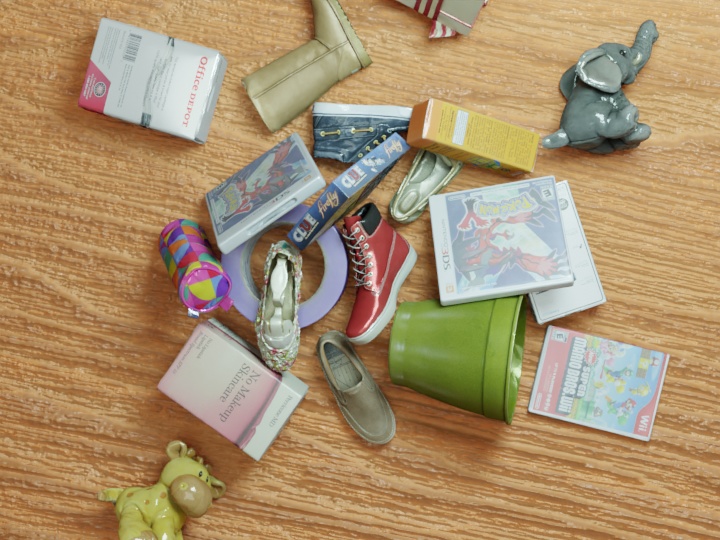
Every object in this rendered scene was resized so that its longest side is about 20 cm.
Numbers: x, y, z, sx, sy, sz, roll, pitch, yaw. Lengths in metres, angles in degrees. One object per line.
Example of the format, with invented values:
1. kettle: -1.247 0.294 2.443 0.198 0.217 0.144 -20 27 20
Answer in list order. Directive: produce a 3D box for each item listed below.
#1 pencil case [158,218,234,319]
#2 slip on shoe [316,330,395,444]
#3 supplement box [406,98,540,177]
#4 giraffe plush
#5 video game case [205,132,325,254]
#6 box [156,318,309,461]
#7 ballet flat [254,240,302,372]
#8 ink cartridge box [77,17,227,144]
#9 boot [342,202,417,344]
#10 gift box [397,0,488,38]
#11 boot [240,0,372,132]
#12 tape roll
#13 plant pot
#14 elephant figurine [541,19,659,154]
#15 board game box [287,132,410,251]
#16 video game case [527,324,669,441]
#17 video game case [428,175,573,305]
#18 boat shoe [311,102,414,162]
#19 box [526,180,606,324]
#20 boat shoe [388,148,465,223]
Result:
1. pencil case: -0.257 -0.006 1.550 0.088 0.200 0.089 -10 120 -18
2. slip on shoe: -0.009 0.189 1.604 0.075 0.061 0.201 -26 90 3
3. supplement box: 0.175 -0.202 1.548 0.198 0.066 0.070 12 83 -21
4. giraffe plush: -0.297 0.372 1.594 0.162 0.173 0.200 -40 54 -7
5. video game case: -0.151 -0.123 1.538 0.181 0.200 0.023 -34 119 3
6. box: -0.199 0.185 1.590 0.199 0.109 0.128 35 92 2
7. ballet flat: -0.126 0.056 1.523 0.075 0.064 0.202 1 92 2
8. ink cartridge box: -0.327 -0.298 1.599 0.198 0.084 0.146 17 92 3
9. boot: 0.000 0.000 1.532 0.144 0.072 0.201 48 52 -33
10. gift box: 0.125 -0.475 1.520 0.184 0.187 0.201 31 77 0
11. boot: -0.104 -0.346 1.598 0.199 0.066 0.176 -31 89 4
12. tape roll: -0.117 -0.008 1.595 0.198 0.085 0.202 0 92 2
13. plant pot: 0.147 0.121 1.544 0.191 0.200 0.203 7 91 14
14. elephant figurine: 0.374 -0.290 1.558 0.141 0.154 0.202 -12 77 45
15. board game box: -0.015 -0.120 1.510 0.035 0.200 0.136 45 130 1
16. video game case: 0.379 0.179 1.607 0.198 0.017 0.145 14 91 2
17. video game case: 0.209 -0.047 1.519 0.198 0.023 0.184 -9 63 8
18. boat shoe: 0.021 -0.217 1.597 0.198 0.071 0.092 3 99 6
19. box: 0.299 -0.028 1.586 0.116 0.060 0.202 -19 90 3
20. boat shoe: 0.114 -0.161 1.590 0.073 0.063 0.201 39 93 1
